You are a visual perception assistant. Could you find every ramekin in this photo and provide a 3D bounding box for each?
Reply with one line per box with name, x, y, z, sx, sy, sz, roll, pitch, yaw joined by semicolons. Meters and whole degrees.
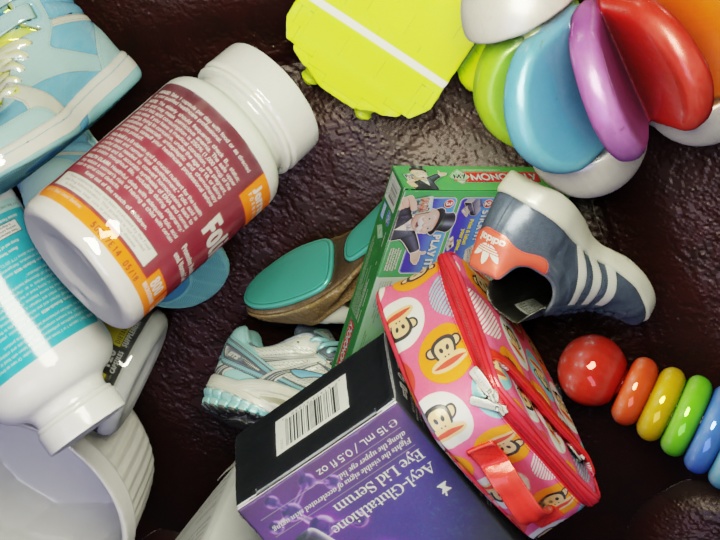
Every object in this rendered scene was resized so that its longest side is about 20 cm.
ramekin;-0.273;0.174;1.665;0.198;0.105;0.202;10;126;14

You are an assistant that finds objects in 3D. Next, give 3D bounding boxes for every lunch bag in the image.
lunch bag;0.095;0.100;1.375;0.081;0.177;0.200;-29;138;12

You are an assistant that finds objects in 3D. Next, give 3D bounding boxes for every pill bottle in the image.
pill bottle;-0.131;-0.064;1.368;0.114;0.200;0.114;40;159;19
pill bottle;-0.261;0.038;1.451;0.111;0.111;0.201;-37;87;36
pill bottle;-0.265;0.044;1.563;0.198;0.112;0.113;26;129;1

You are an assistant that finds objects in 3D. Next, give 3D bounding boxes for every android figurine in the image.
android figurine;0.027;-0.188;1.332;0.181;0.041;0.201;31;127;-4

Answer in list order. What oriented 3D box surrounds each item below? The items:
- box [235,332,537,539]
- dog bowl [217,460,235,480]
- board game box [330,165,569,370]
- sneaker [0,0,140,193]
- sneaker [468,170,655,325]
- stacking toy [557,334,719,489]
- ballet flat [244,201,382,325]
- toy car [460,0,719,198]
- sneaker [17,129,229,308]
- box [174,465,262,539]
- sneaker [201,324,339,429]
box;0.021;0.175;1.423;0.147;0.105;0.200;-36;113;13
dog bowl;-0.025;0.204;1.609;0.198;0.059;0.201;13;135;13
board game box;0.064;0.009;1.424;0.133;0.029;0.201;-1;132;-23
sneaker;-0.252;-0.139;1.369;0.079;0.200;0.131;-33;100;33
sneaker;0.137;0.008;1.359;0.075;0.085;0.200;28;174;43
stacking toy;0.239;0.110;1.447;0.198;0.086;0.086;24;129;9
ballet flat;0.000;0.000;1.472;0.199;0.068;0.072;-33;124;31
toy car;0.167;-0.131;1.233;0.198;0.150;0.176;-24;116;11
sneaker;-0.190;-0.053;1.497;0.080;0.131;0.199;-44;139;13
box;-0.079;0.306;1.563;0.199;0.172;0.199;31;136;-7
sneaker;-0.029;0.085;1.514;0.198;0.087;0.078;7;164;21
